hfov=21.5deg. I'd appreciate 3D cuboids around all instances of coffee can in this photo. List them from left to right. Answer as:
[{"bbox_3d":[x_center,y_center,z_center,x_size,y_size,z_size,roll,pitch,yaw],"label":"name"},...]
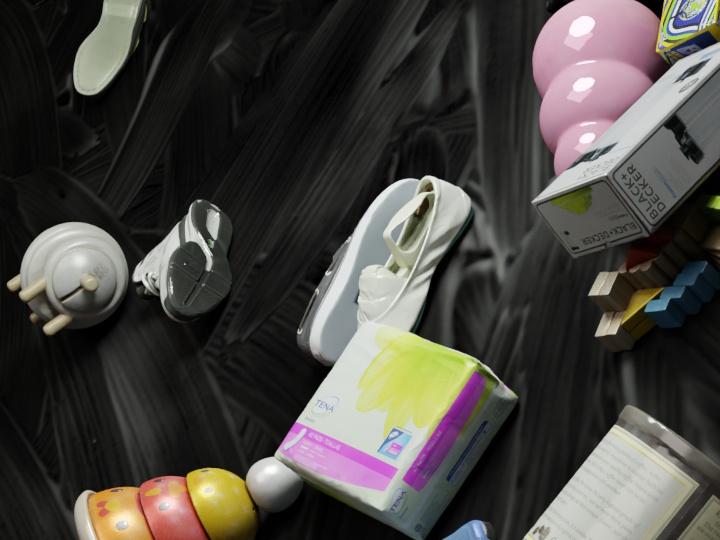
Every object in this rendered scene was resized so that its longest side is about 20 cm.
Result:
[{"bbox_3d":[0.166,0.208,1.217,0.200,0.146,0.146,-50,28,-2],"label":"coffee can"}]

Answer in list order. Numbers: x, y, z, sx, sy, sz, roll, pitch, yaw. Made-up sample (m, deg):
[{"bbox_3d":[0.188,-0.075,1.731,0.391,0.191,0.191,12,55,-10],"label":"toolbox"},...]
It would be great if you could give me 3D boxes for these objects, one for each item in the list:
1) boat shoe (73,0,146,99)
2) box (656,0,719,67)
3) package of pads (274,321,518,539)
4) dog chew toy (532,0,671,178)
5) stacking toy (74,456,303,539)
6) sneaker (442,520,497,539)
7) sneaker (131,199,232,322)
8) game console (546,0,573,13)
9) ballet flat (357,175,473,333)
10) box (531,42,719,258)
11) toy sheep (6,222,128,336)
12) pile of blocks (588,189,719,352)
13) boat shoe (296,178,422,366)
[{"bbox_3d":[-0.353,-0.328,2.727,0.072,0.061,0.201,15,69,11],"label":"boat shoe"},{"bbox_3d":[0.312,-0.249,1.654,0.064,0.070,0.200,-25,36,38],"label":"box"},{"bbox_3d":[0.028,0.128,1.600,0.155,0.068,0.200,-56,29,-11],"label":"package of pads"},{"bbox_3d":[0.207,-0.139,1.627,0.124,0.124,0.200,-25,44,38],"label":"dog chew toy"},{"bbox_3d":[-0.142,0.223,1.701,0.200,0.146,0.146,-29,30,1],"label":"stacking toy"},{"bbox_3d":[0.022,0.255,1.429,0.200,0.089,0.079,-42,30,13],"label":"sneaker"},{"bbox_3d":[-0.201,0.017,2.084,0.115,0.076,0.201,-45,19,28],"label":"sneaker"},{"bbox_3d":[0.259,-0.313,1.768,0.176,0.117,0.200,-11,5,14],"label":"game console"},{"bbox_3d":[0.036,-0.003,1.754,0.069,0.069,0.200,-3,53,54],"label":"ballet flat"},{"bbox_3d":[0.241,-0.100,1.504,0.200,0.060,0.117,-43,10,-24],"label":"box"},{"bbox_3d":[-0.333,0.009,2.204,0.138,0.138,0.200,-52,24,-5],"label":"toy sheep"},{"bbox_3d":[0.252,-0.017,1.463,0.200,0.062,0.082,-45,28,9],"label":"pile of blocks"},{"bbox_3d":[0.000,0.000,1.809,0.066,0.070,0.200,7,68,56],"label":"boat shoe"}]
